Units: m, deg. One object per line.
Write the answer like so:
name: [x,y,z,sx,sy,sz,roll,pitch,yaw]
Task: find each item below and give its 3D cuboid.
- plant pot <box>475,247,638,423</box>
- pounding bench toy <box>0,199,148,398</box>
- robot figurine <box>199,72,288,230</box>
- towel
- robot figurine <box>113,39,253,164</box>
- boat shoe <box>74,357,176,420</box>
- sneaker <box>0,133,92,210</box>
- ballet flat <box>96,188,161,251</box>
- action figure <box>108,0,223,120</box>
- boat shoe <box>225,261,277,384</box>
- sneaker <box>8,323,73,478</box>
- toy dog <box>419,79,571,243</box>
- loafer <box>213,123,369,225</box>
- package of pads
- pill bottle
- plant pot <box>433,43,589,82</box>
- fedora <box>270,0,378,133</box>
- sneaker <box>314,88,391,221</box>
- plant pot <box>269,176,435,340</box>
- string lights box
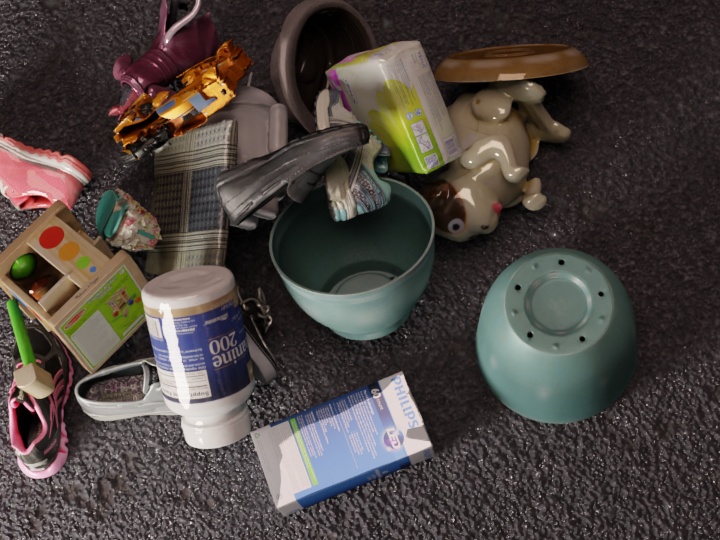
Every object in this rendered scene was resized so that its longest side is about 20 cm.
plant pot: [0.234,0.064,1.511,0.200,0.161,0.201,-2,69,6]
pounding bench toy: [-0.384,0.041,1.578,0.156,0.124,0.200,35,72,28]
robot figurine: [-0.153,-0.157,1.671,0.169,0.113,0.200,-23,63,36]
towel: [-0.212,-0.089,1.618,0.034,0.200,0.193,6,86,-35]
robot figurine: [-0.232,-0.210,1.616,0.200,0.058,0.145,-27,25,25]
boat shoe: [-0.258,0.144,1.593,0.200,0.072,0.070,-11,68,3]
sneaker: [-0.467,-0.129,1.725,0.200,0.074,0.087,15,73,13]
ballet flat: [-0.298,-0.057,1.643,0.064,0.200,0.076,23,96,-21]
action figure: [-0.264,-0.274,1.721,0.134,0.149,0.200,31,62,11]
boat shoe: [-0.148,0.056,1.614,0.068,0.074,0.199,-30,54,-15]
sneaker: [-0.410,0.154,1.598,0.079,0.095,0.200,-12,67,5]
toy dog: [0.147,-0.132,1.613,0.194,0.140,0.200,15,71,27]
loafer: [-0.075,-0.114,1.490,0.200,0.068,0.071,-22,91,16]
package of pads: [0.039,-0.201,1.579,0.068,0.200,0.155,-28,104,-17]
pill bottle: [-0.186,0.104,1.513,0.111,0.111,0.200,-8,109,5]
plant pot: [0.191,-0.268,1.634,0.200,0.200,0.028,-4,106,6]
fedora: [-0.058,-0.259,1.692,0.090,0.177,0.201,-4,89,50]
sneaker: [-0.008,-0.144,1.569,0.086,0.078,0.200,-8,55,-4]
plant pot: [0.000,0.000,1.564,0.200,0.134,0.201,-7,46,7]
string lights box: [-0.020,0.210,1.543,0.200,0.059,0.103,-21,69,-1]
